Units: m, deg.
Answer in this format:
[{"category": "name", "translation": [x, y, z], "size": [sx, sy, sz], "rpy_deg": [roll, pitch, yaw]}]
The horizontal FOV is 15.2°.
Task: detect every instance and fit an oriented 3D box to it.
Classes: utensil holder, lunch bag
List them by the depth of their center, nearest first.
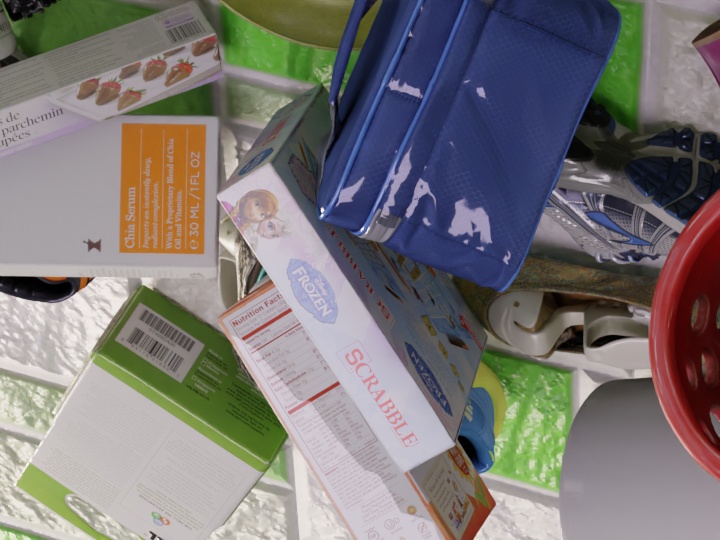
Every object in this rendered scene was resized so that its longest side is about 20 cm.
[{"category": "lunch bag", "translation": [0.051, -0.105, 1.510], "size": [0.132, 0.136, 0.200], "rpy_deg": [20, 101, -10]}, {"category": "utensil holder", "translation": [0.246, 0.145, 1.672], "size": [0.200, 0.170, 0.170], "rpy_deg": [-3, 127, 33]}]

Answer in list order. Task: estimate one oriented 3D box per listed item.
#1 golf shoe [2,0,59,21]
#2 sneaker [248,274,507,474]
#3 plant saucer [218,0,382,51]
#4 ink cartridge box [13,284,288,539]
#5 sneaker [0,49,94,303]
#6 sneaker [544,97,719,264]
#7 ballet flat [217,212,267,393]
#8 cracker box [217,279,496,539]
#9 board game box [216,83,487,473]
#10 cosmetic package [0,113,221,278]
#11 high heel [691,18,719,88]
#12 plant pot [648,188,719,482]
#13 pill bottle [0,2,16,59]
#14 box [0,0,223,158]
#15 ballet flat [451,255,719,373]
[{"category": "golf shoe", "translation": [-0.191, -0.237, 1.650], "size": [0.095, 0.078, 0.200], "rpy_deg": [49, 142, 15]}, {"category": "sneaker", "translation": [0.017, 0.071, 1.748], "size": [0.200, 0.105, 0.076], "rpy_deg": [25, 119, -23]}, {"category": "plant saucer", "translation": [-0.029, -0.220, 1.591], "size": [0.200, 0.031, 0.200], "rpy_deg": [15, 135, 16]}, {"category": "ink cartridge box", "translation": [-0.149, 0.124, 1.945], "size": [0.148, 0.076, 0.200], "rpy_deg": [34, 139, -3]}, {"category": "sneaker", "translation": [-0.237, -0.063, 1.791], "size": [0.078, 0.112, 0.200], "rpy_deg": [-17, 119, 44]}, {"category": "sneaker", "translation": [0.171, -0.041, 1.620], "size": [0.200, 0.077, 0.085], "rpy_deg": [26, 142, 20]}, {"category": "ballet flat", "translation": [-0.066, 0.001, 1.799], "size": [0.075, 0.068, 0.200], "rpy_deg": [36, 143, 26]}, {"category": "cracker box", "translation": [0.000, 0.088, 1.655], "size": [0.058, 0.134, 0.200], "rpy_deg": [-31, 91, 15]}, {"category": "board game box", "translation": [0.000, 0.000, 1.633], "size": [0.041, 0.200, 0.200], "rpy_deg": [-31, 100, 16]}, {"category": "cosmetic package", "translation": [-0.190, -0.048, 1.725], "size": [0.200, 0.102, 0.071], "rpy_deg": [0, 175, -3]}, {"category": "high heel", "translation": [0.272, -0.118, 1.479], "size": [0.200, 0.067, 0.096], "rpy_deg": [-24, 105, 47]}, {"category": "plant pot", "translation": [0.277, 0.050, 1.468], "size": [0.200, 0.201, 0.182], "rpy_deg": [5, 167, 26]}, {"category": "pill bottle", "translation": [-0.301, -0.208, 1.668], "size": [0.113, 0.113, 0.200], "rpy_deg": [-13, 103, 38]}, {"category": "box", "translation": [-0.184, -0.112, 1.676], "size": [0.039, 0.200, 0.041], "rpy_deg": [82, 160, -45]}, {"category": "ballet flat", "translation": [0.140, 0.032, 1.701], "size": [0.200, 0.071, 0.071], "rpy_deg": [7, 132, 25]}]
